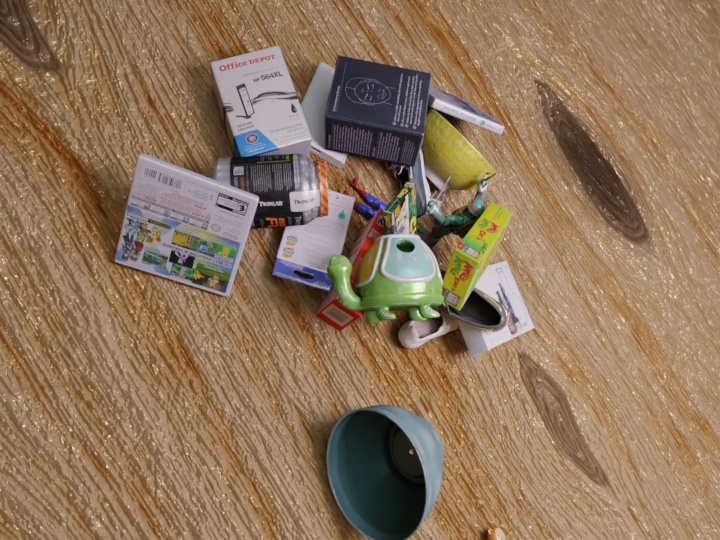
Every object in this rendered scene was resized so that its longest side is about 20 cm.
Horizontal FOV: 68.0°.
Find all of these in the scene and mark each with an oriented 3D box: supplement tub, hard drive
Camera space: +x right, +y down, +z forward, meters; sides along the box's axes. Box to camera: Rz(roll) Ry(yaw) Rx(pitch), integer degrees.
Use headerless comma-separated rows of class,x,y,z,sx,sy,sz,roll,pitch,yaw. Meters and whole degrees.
supplement tub,-0.155,-0.140,0.943,0.192,0.123,0.127,-5,72,-5
hard drive,-0.063,-0.331,1.131,0.129,0.026,0.206,25,64,-13

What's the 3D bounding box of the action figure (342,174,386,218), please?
action figure,0.060,-0.115,1.070,0.199,0.099,0.066,42,62,-7

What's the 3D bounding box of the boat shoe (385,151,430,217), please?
boat shoe,0.096,-0.210,1.128,0.060,0.075,0.208,-10,86,-20

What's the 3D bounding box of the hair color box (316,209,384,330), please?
hair color box,0.000,0.000,0.992,0.063,0.111,0.204,30,63,-10

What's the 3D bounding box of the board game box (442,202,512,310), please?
board game box,0.204,-0.030,0.940,0.047,0.104,0.200,27,39,16

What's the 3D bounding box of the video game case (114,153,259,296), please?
video game case,-0.285,-0.068,0.876,0.194,0.022,0.187,18,110,-16

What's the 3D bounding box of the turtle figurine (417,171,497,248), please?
turtle figurine,0.194,-0.114,1.064,0.145,0.200,0.104,-15,76,-26

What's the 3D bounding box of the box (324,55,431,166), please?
box,0.033,-0.315,1.062,0.192,0.108,0.154,11,67,-1

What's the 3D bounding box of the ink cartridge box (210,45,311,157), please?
ink cartridge box,-0.191,-0.304,1.020,0.141,0.084,0.206,-19,80,-15

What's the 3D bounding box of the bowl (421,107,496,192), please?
bowl,0.185,-0.237,1.145,0.200,0.200,0.108,44,104,-3

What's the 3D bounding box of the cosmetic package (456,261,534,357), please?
cosmetic package,0.262,0.072,1.079,0.196,0.051,0.155,-11,74,-47

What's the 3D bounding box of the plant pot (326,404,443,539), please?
plant pot,0.058,0.314,0.875,0.132,0.197,0.207,-4,70,-51

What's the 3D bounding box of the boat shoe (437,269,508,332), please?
boat shoe,0.177,0.049,0.975,0.197,0.060,0.074,27,94,19

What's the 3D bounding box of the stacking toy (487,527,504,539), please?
stacking toy,0.204,0.527,0.909,0.116,0.110,0.199,46,50,2

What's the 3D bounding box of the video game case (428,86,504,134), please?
video game case,0.207,-0.369,1.190,0.176,0.024,0.202,15,27,-21

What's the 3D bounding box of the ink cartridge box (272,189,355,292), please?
ink cartridge box,-0.087,-0.061,1.008,0.115,0.042,0.206,16,64,-5

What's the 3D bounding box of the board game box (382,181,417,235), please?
board game box,0.076,-0.045,0.978,0.023,0.205,0.106,12,41,23

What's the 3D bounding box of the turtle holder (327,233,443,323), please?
turtle holder,0.045,0.015,0.876,0.178,0.141,0.138,-4,83,14

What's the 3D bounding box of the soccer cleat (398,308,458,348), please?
soccer cleat,0.158,0.093,1.045,0.196,0.078,0.071,-27,83,-29
